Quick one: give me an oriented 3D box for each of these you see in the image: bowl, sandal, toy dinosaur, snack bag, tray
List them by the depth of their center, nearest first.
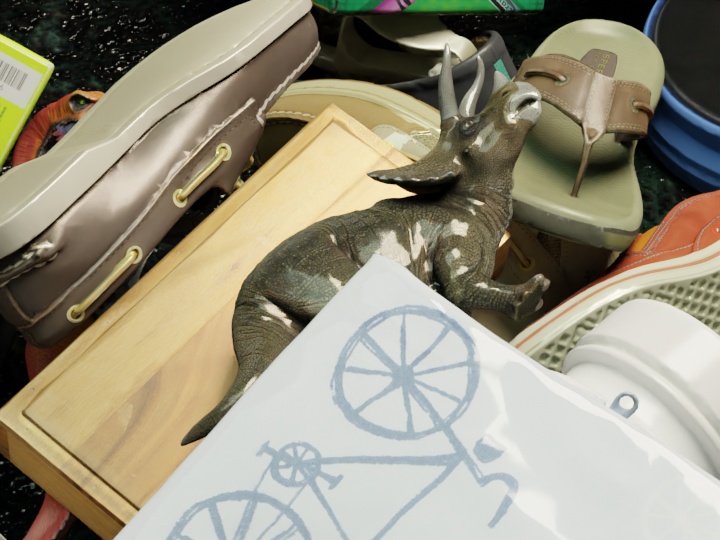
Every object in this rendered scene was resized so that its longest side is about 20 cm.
[{"bbox_3d":[0.025,0.105,0.683,0.200,0.021,0.189,32,65,22],"label":"snack bag"},{"bbox_3d":[0.004,0.011,0.805,0.200,0.077,0.102,-36,61,-19],"label":"toy dinosaur"},{"bbox_3d":[-0.040,0.028,0.842,0.099,0.037,0.200,37,63,16],"label":"tray"},{"bbox_3d":[-0.112,0.008,0.889,0.182,0.105,0.200,52,34,14],"label":"toy dinosaur"},{"bbox_3d":[0.095,-0.073,0.929,0.080,0.057,0.201,17,35,3],"label":"sandal"},{"bbox_3d":[0.231,-0.104,1.025,0.200,0.039,0.201,-7,42,6],"label":"bowl"}]

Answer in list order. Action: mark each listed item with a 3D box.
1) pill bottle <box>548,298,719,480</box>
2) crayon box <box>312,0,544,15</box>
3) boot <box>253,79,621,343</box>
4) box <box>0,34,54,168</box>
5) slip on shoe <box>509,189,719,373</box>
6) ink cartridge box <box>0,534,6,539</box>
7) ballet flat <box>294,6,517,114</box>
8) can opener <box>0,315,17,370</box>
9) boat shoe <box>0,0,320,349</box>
[{"bbox_3d":[0.059,0.106,0.764,0.200,0.120,0.120,-40,48,-21],"label":"pill bottle"},{"bbox_3d":[-0.003,-0.181,1.088,0.119,0.058,0.200,-4,21,-28],"label":"crayon box"},{"bbox_3d":[0.000,0.000,0.941,0.200,0.073,0.155,27,54,24],"label":"boot"},{"bbox_3d":[-0.190,-0.052,0.967,0.122,0.048,0.200,-62,11,0],"label":"box"},{"bbox_3d":[0.132,0.013,0.904,0.200,0.074,0.061,-31,30,-23],"label":"slip on shoe"},{"bbox_3d":[-0.148,0.174,0.733,0.146,0.084,0.200,-46,60,-11],"label":"ink cartridge box"},{"bbox_3d":[-0.011,-0.111,1.069,0.200,0.073,0.073,13,47,26],"label":"ballet flat"},{"bbox_3d":[-0.188,0.048,0.942,0.079,0.063,0.200,0,44,14],"label":"can opener"},{"bbox_3d":[-0.081,-0.047,0.869,0.072,0.060,0.200,-5,32,49],"label":"boat shoe"}]
